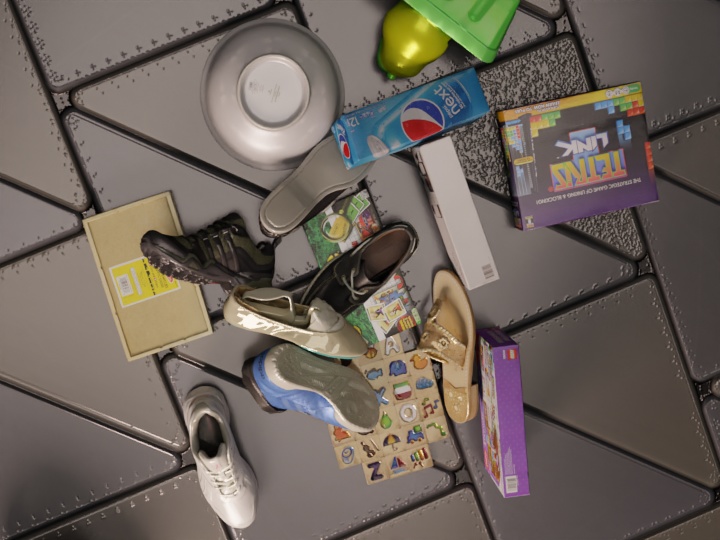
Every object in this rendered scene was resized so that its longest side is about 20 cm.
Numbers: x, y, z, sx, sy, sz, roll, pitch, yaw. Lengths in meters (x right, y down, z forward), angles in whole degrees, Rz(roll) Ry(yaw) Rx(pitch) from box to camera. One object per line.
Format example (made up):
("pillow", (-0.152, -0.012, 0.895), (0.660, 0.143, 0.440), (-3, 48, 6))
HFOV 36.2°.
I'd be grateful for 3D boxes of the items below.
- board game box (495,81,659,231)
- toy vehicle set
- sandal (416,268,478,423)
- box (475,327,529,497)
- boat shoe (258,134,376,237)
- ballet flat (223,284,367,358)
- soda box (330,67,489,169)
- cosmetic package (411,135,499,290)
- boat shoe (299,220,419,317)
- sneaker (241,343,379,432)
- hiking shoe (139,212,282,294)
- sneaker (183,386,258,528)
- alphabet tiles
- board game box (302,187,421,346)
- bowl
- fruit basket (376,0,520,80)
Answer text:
("board game box", (0.297, -0.157, 1.513), (0.197, 0.057, 0.168), (-13, 96, -4))
("toy vehicle set", (-0.285, 0.007, 1.490), (0.122, 0.027, 0.203), (-17, 97, -4))
("sandal", (0.112, 0.111, 1.505), (0.069, 0.077, 0.216), (-16, 103, -35))
("box", (0.192, 0.189, 1.499), (0.038, 0.137, 0.204), (-6, 97, -4))
("boat shoe", (-0.057, -0.114, 1.480), (0.074, 0.060, 0.200), (45, 73, 0))
("ballet flat", (-0.082, 0.061, 1.431), (0.197, 0.069, 0.071), (14, 95, -1))
("soda box", (0.066, -0.200, 1.457), (0.197, 0.068, 0.065), (-23, 90, -16))
("cosmetic package", (0.127, -0.079, 1.493), (0.050, 0.083, 0.203), (-20, 97, -1))
("boat shoe", (-0.005, 0.007, 1.472), (0.199, 0.068, 0.072), (-40, 97, 5))
("sneaker", (-0.073, 0.166, 1.506), (0.198, 0.110, 0.078), (30, 60, -31))
("hiking shoe", (-0.198, -0.031, 1.461), (0.198, 0.075, 0.102), (20, 75, -34))
("sneaker", (-0.193, 0.263, 1.489), (0.077, 0.099, 0.203), (-21, 98, -3))
("alphabet tiles", (0.032, 0.193, 1.551), (0.164, 0.006, 0.203), (-16, 97, -3))
("board game box", (0.000, 0.000, 1.516), (0.103, 0.023, 0.203), (-23, 96, 0))
("bowl", (-0.114, -0.233, 1.449), (0.197, 0.090, 0.205), (-1, 96, -6))
("fruit basket", (0.101, -0.350, 1.452), (0.212, 0.156, 0.218), (13, 134, 14))
